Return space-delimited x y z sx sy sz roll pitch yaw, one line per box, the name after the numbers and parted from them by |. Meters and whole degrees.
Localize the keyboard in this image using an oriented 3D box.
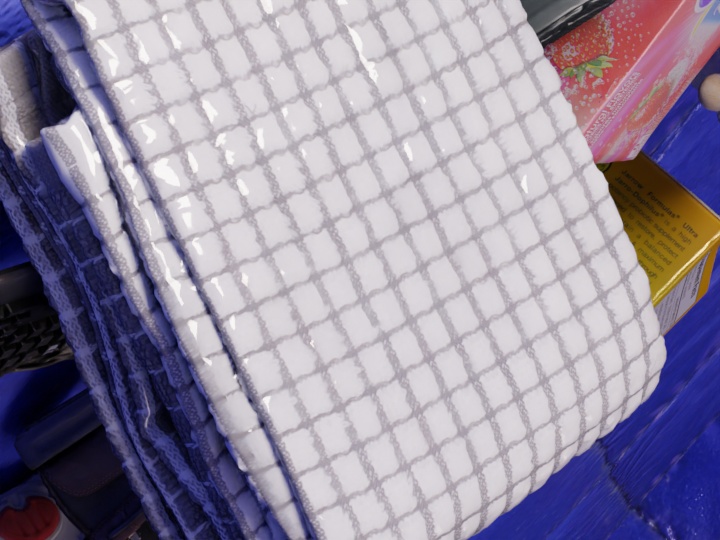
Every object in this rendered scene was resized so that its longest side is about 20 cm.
-0.086 0.013 0.738 0.127 0.021 0.200 -33 170 41 | keyboard

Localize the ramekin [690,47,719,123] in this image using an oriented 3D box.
0.212 -0.168 1.050 0.200 0.105 0.200 -44 165 -15 | ramekin

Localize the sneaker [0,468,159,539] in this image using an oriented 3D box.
-0.140 0.125 0.904 0.083 0.081 0.200 -38 166 36 | sneaker

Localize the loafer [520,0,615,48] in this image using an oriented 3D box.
0.000 -0.076 0.774 0.200 0.063 0.072 -30 177 6 | loafer

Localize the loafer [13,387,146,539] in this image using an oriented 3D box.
-0.041 0.045 0.825 0.200 0.063 0.072 -29 -178 30 | loafer

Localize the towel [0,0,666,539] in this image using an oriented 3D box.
-0.014 -0.011 0.665 0.165 0.201 0.085 -30 -173 -37 | towel

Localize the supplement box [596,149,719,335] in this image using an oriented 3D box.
0.086 0.027 1.179 0.200 0.109 0.109 -44 165 -12 | supplement box

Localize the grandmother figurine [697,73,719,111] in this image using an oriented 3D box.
0.181 -0.108 0.925 0.061 0.200 0.121 -34 160 -41 | grandmother figurine

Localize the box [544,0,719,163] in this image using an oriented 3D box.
0.112 -0.146 0.831 0.200 0.103 0.095 -52 165 20 | box
